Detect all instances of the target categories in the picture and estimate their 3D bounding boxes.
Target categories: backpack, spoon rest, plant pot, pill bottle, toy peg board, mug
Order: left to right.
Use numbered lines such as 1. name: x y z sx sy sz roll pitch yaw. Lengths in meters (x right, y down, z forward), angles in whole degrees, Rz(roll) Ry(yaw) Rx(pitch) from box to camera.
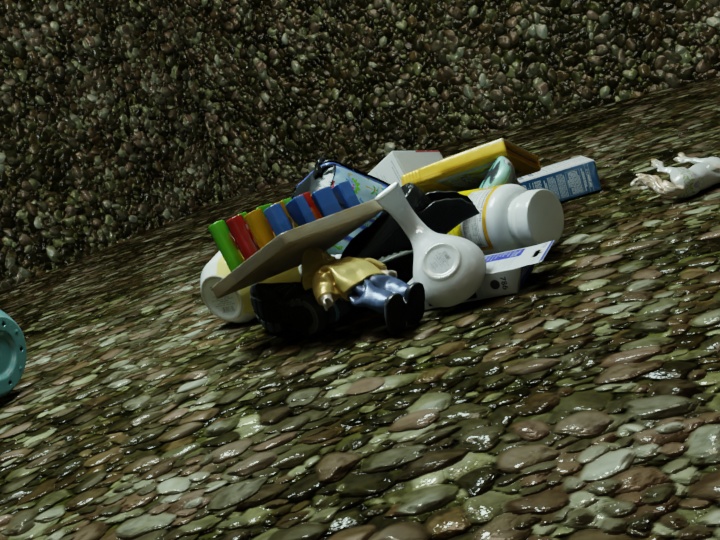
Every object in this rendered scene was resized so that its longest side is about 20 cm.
1. plant pot: -0.634 0.135 1.458 0.161 0.201 0.201 -1 16 20
2. mug: -0.180 -0.003 1.511 0.149 0.187 0.153 32 40 13
3. toy peg board: -0.105 -0.066 1.304 0.200 0.098 0.199 -24 -6 -42
4. backpack: -0.015 -0.080 1.595 0.200 0.147 0.183 17 -19 -16
5. spoon rest: 0.092 -0.033 1.226 0.099 0.200 0.061 -37 -33 4
6. pill bottle: 0.198 -0.069 1.375 0.113 0.113 0.200 -26 13 -38

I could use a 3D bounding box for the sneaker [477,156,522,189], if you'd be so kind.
1. sneaker: 0.260 -0.112 1.491 0.078 0.140 0.200 -59 -3 -1

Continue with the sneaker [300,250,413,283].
1. sneaker: 0.007 0.003 1.416 0.199 0.076 0.114 -15 9 -3

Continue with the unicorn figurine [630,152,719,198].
1. unicorn figurine: 0.534 -0.157 1.437 0.200 0.074 0.137 -35 25 -14

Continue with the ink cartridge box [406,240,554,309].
1. ink cartridge box: 0.161 0.009 1.237 0.200 0.039 0.099 -13 12 27

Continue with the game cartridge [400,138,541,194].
1. game cartridge: 0.188 -0.165 1.579 0.200 0.032 0.176 -19 -13 28

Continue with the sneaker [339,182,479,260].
1. sneaker: 0.067 -0.048 1.331 0.200 0.104 0.060 -48 25 14

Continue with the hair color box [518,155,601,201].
1. hair color box: 0.336 -0.155 1.721 0.200 0.061 0.100 -16 11 3

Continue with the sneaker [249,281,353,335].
1. sneaker: -0.090 0.052 1.344 0.079 0.076 0.200 -21 20 -34

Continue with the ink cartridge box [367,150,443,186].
1. ink cartridge box: 0.060 -0.137 1.748 0.147 0.083 0.200 -9 -24 -47

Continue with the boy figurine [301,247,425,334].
1. boy figurine: -0.014 0.021 1.218 0.200 0.065 0.124 19 34 40

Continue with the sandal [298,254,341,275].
1. sandal: -0.002 0.002 1.496 0.202 0.050 0.082 -5 -13 -18
